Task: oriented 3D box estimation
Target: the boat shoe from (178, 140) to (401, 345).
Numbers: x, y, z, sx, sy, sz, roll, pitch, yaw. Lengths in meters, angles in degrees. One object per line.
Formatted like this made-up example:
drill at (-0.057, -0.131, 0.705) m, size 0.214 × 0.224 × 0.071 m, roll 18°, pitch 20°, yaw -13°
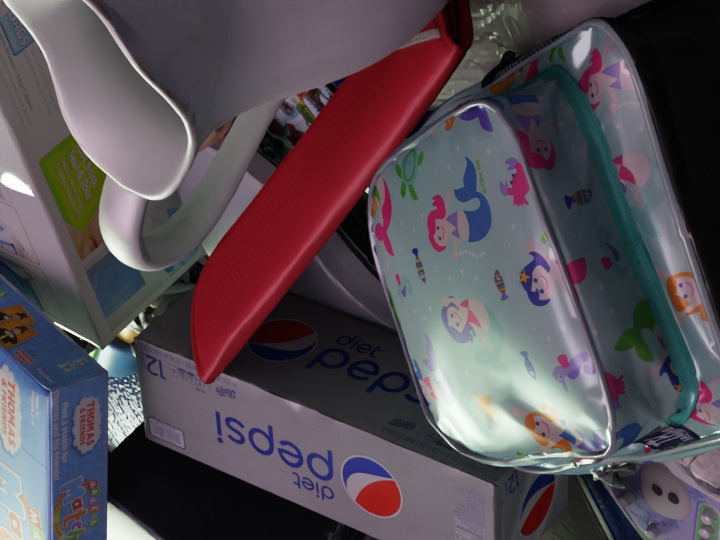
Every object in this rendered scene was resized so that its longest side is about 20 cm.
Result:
boat shoe at (0.001, -0.001, 1.046) m, size 0.199 × 0.068 × 0.074 m, roll 38°, pitch 139°, yaw 11°

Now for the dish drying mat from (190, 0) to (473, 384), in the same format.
dish drying mat at (-0.017, -0.042, 0.955) m, size 0.018 × 0.077 × 0.200 m, roll 28°, pitch 120°, yaw -22°

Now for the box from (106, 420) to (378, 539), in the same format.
box at (-0.034, 0.125, 1.154) m, size 0.117 × 0.200 × 0.197 m, roll 34°, pitch 150°, yaw 20°

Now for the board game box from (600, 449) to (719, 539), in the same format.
board game box at (0.163, 0.091, 1.029) m, size 0.200 × 0.026 × 0.200 m, roll 54°, pitch 150°, yaw -12°

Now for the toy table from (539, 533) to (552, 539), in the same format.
toy table at (0.088, 0.213, 1.160) m, size 0.200 × 0.117 × 0.184 m, roll 18°, pitch 152°, yaw 53°

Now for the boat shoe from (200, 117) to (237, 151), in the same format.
boat shoe at (-0.066, -0.148, 0.944) m, size 0.071 × 0.063 × 0.201 m, roll 14°, pitch 121°, yaw 21°

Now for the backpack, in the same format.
backpack at (0.091, -0.005, 0.876) m, size 0.200 × 0.150 × 0.179 m, roll -20°, pitch 88°, yaw 68°

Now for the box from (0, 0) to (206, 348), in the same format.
box at (-0.149, -0.082, 1.052) m, size 0.101 × 0.112 × 0.201 m, roll 23°, pitch 146°, yaw 37°

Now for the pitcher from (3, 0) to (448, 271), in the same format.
pitcher at (-0.038, -0.104, 0.868) m, size 0.121 × 0.200 × 0.172 m, roll 33°, pitch 149°, yaw 22°

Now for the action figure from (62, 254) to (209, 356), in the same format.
action figure at (-0.145, 0.018, 1.176) m, size 0.199 × 0.070 × 0.130 m, roll 1°, pitch 171°, yaw 17°

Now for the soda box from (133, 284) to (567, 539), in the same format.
soda box at (-0.005, 0.068, 1.001) m, size 0.199 × 0.068 × 0.064 m, roll 20°, pitch 131°, yaw 28°

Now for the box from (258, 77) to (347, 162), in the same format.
box at (-0.074, -0.105, 1.083) m, size 0.137 × 0.040 × 0.200 m, roll 50°, pitch 151°, yaw -5°

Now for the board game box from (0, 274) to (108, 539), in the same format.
board game box at (-0.191, 0.068, 1.087) m, size 0.200 × 0.036 × 0.152 m, roll 38°, pitch 135°, yaw 41°

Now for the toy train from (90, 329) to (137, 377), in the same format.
toy train at (-0.126, 0.005, 1.259) m, size 0.115 × 0.085 × 0.200 m, roll 33°, pitch 150°, yaw 2°
